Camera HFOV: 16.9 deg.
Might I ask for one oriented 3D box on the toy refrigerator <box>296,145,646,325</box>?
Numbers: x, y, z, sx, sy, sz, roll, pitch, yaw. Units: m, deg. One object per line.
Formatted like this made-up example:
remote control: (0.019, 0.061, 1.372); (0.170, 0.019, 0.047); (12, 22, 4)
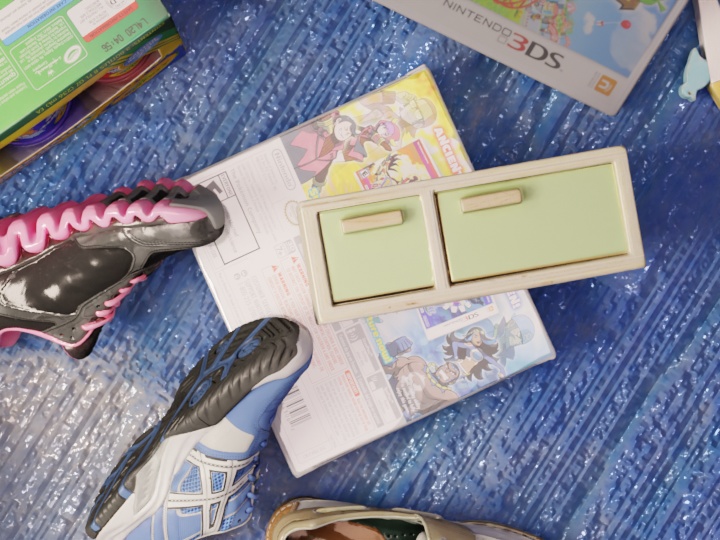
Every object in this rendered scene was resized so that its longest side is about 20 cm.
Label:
toy refrigerator: (0.065, -0.021, 1.460); (0.199, 0.070, 0.076); (-9, 90, -3)

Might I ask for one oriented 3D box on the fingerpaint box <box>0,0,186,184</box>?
fingerpaint box: (-0.206, -0.111, 1.447); (0.199, 0.167, 0.074); (-35, 89, -3)

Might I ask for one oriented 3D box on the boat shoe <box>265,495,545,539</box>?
boat shoe: (0.038, 0.186, 1.500); (0.199, 0.068, 0.075); (9, 89, -2)

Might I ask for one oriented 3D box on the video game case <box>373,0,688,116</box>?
video game case: (0.127, -0.212, 1.468); (0.181, 0.022, 0.201); (24, 116, -15)

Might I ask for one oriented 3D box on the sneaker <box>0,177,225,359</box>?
sneaker: (-0.165, 0.003, 1.479); (0.199, 0.079, 0.096); (-13, 98, 25)

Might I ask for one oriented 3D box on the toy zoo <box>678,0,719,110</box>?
toy zoo: (0.295, -0.146, 1.536); (0.199, 0.020, 0.132); (-21, 90, -2)

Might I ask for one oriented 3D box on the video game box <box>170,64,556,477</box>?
video game box: (0.000, 0.000, 1.513); (0.181, 0.047, 0.201); (-24, 90, 0)

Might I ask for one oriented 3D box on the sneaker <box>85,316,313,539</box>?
sneaker: (-0.085, 0.107, 1.481); (0.077, 0.076, 0.200); (35, 119, -12)
